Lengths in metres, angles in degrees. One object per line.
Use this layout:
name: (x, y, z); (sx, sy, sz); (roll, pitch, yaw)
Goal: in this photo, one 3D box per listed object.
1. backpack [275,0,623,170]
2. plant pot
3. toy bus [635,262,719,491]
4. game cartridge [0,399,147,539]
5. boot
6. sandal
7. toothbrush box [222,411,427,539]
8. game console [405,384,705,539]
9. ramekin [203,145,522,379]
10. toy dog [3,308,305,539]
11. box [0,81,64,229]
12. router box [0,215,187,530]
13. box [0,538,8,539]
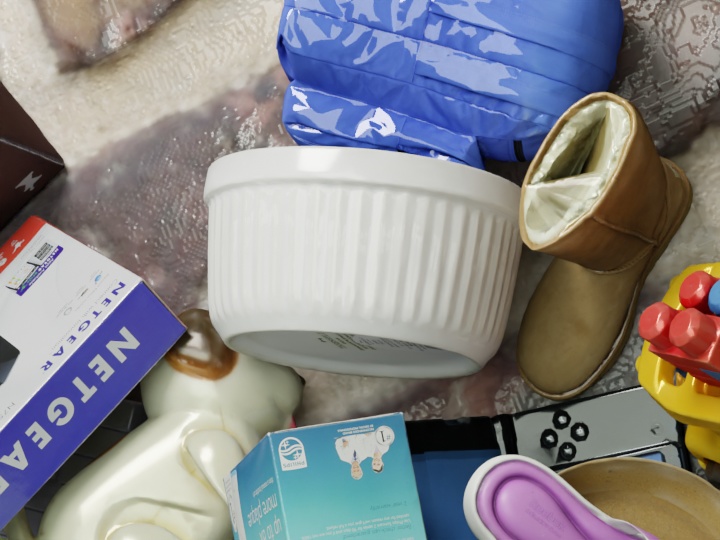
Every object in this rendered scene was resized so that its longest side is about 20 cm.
backpack: (0.057, -0.128, 1.697); (0.199, 0.163, 0.169); (11, 92, 6)
plant pot: (0.158, 0.212, 1.635); (0.199, 0.027, 0.201); (3, 76, -12)
toy bus: (0.226, 0.055, 1.565); (0.200, 0.191, 0.136); (10, 75, 61)
game cartridge: (-0.244, 0.125, 1.822); (0.199, 0.038, 0.130); (12, 83, 19)
boot: (0.125, -0.012, 1.633); (0.066, 0.200, 0.176); (27, 91, 17)
sandal: (0.149, 0.178, 1.600); (0.202, 0.050, 0.083); (30, 72, -5)
toothbrush box: (-0.011, 0.197, 1.582); (0.085, 0.146, 0.201); (-9, 79, -15)
game console: (0.115, 0.176, 1.656); (0.170, 0.118, 0.201); (-14, 80, 16)
ramekin: (0.000, 0.000, 1.657); (0.199, 0.200, 0.106); (2, 78, 18)
toy dog: (-0.110, 0.124, 1.733); (0.193, 0.140, 0.201); (21, 79, 18)
box: (-0.336, -0.100, 1.810); (0.166, 0.164, 0.200); (-42, 73, 8)
router box: (-0.224, 0.070, 1.729); (0.200, 0.049, 0.179); (-48, 30, -11)
box: (-0.202, 0.273, 1.662); (0.122, 0.048, 0.200); (-44, 72, 7)
